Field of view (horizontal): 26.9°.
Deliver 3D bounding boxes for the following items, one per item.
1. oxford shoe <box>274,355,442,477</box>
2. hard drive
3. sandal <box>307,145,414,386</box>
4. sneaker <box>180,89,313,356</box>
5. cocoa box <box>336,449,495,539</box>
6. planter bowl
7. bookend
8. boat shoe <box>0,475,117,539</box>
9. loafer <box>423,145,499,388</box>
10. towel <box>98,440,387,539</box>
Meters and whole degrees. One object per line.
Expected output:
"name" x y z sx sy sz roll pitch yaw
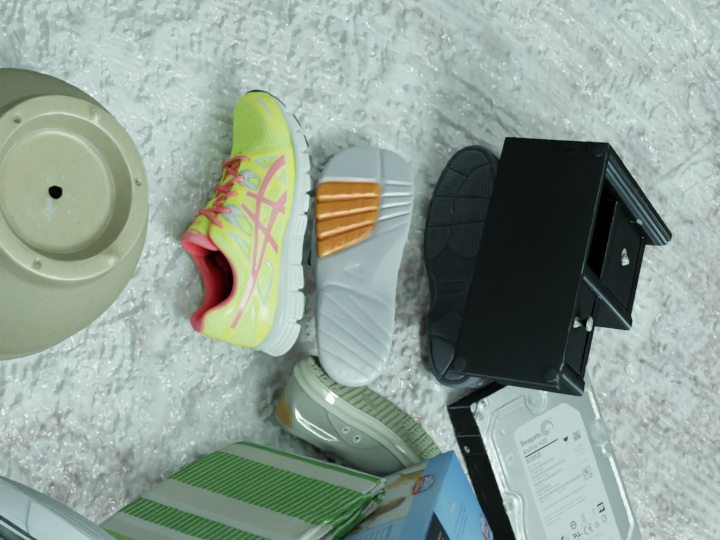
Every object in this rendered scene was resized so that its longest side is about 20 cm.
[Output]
"oxford shoe" 0.007 0.135 1.182 0.058 0.075 0.200 -44 125 13
"hard drive" 0.164 0.183 1.295 0.139 0.038 0.201 -22 96 -36
"sandal" -0.008 -0.001 1.184 0.079 0.059 0.208 12 64 -9
"sneaker" -0.089 -0.039 1.124 0.090 0.078 0.202 4 79 -28
"cocoa box" 0.025 0.234 1.072 0.132 0.133 0.200 65 13 -6
"planter bowl" -0.220 -0.044 0.996 0.199 0.134 0.202 5 81 -35
"bookend" 0.172 0.022 1.243 0.199 0.091 0.202 40 61 -57
"boat shoe" -0.239 0.167 0.959 0.199 0.072 0.071 23 81 12
"loafer" 0.094 -0.001 1.262 0.063 0.071 0.202 13 81 -56
"towel" -0.094 0.177 1.027 0.200 0.152 0.024 -32 125 -47
